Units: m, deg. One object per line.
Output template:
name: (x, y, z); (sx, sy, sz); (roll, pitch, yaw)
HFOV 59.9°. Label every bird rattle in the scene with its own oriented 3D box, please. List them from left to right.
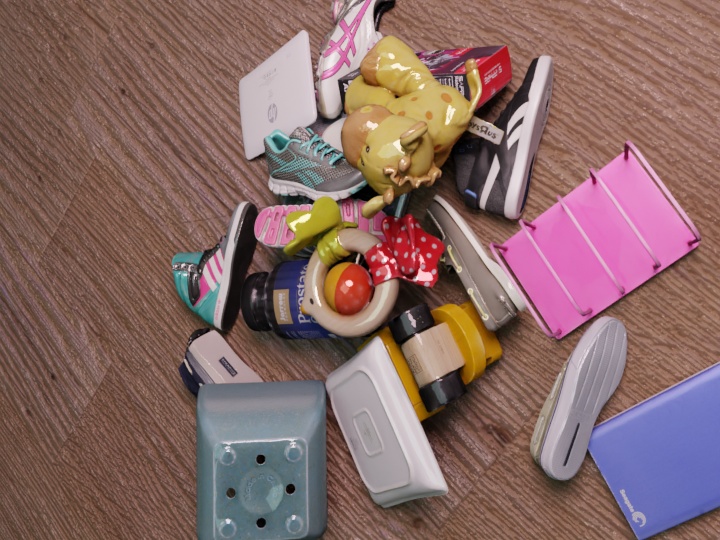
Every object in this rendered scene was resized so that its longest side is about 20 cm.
bird rattle: (0.000, 0.000, 0.776); (0.194, 0.112, 0.169); (18, 96, 16)

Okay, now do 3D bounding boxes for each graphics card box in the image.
graphics card box: (0.082, -0.246, 0.809); (0.195, 0.125, 0.052); (8, 126, 35)

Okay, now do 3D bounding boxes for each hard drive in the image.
hard drive: (0.377, 0.207, 0.724); (0.197, 0.025, 0.135); (-34, 75, 20)

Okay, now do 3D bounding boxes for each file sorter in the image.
file sorter: (0.268, -0.031, 0.729); (0.198, 0.125, 0.141); (-38, 74, 19)

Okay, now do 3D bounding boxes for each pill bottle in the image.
pill bottle: (-0.069, 0.041, 0.895); (0.194, 0.111, 0.116); (-5, 86, 24)

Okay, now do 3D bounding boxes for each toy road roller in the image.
toy road roller: (0.096, 0.117, 0.827); (0.126, 0.143, 0.200); (64, 148, 13)

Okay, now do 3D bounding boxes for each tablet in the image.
tablet: (-0.130, -0.258, 0.942); (0.197, 0.013, 0.135); (-13, 82, 51)

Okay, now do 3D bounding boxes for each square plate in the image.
square plate: (0.020, 0.213, 0.832); (0.205, 0.028, 0.198); (65, 149, 13)

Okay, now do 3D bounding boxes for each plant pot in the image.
plant pot: (-0.131, 0.262, 0.829); (0.188, 0.200, 0.204); (-1, 87, -8)

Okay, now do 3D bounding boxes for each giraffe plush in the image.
giraffe plush: (0.042, -0.144, 0.697); (0.195, 0.163, 0.177); (16, 131, 26)

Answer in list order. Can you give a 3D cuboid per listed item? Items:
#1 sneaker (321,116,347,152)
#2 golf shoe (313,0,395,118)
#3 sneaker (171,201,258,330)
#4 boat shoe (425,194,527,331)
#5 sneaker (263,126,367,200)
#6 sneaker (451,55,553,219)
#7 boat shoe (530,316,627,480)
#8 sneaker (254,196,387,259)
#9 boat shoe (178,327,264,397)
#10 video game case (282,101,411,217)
sneaker: (0.026, -0.188, 0.851); (0.194, 0.080, 0.078); (-1, 90, 26)
golf shoe: (-0.010, -0.314, 0.892); (0.089, 0.073, 0.207); (15, 88, 10)
sneaker: (-0.237, -0.021, 0.997); (0.117, 0.083, 0.207); (18, 97, 15)
boat shoe: (0.135, -0.014, 0.803); (0.060, 0.072, 0.204); (-40, 56, 12)
sneaker: (-0.066, -0.152, 0.860); (0.195, 0.078, 0.093); (8, 128, 36)
sneaker: (0.175, -0.179, 0.807); (0.109, 0.073, 0.207); (15, 95, 26)
boat shoe: (0.258, 0.149, 0.761); (0.205, 0.071, 0.062); (-65, 22, -3)
sneaker: (-0.048, -0.057, 0.892); (0.192, 0.087, 0.077); (-1, 82, 6)
boat shoe: (-0.210, 0.193, 0.990); (0.201, 0.074, 0.093); (51, 131, 12)
video game case: (-0.010, -0.151, 0.922); (0.195, 0.023, 0.188); (20, 97, 24)
